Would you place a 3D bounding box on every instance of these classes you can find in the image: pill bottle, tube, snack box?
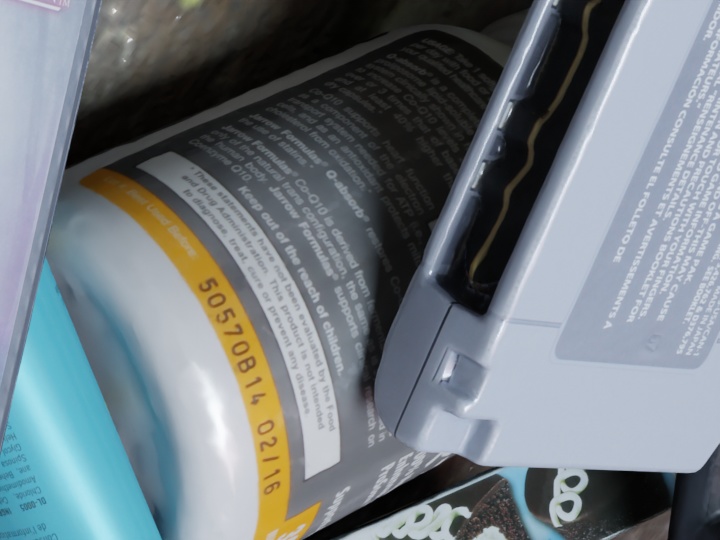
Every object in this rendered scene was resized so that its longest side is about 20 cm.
[{"bbox_3d":[0.000,0.000,0.818,0.200,0.116,0.117,-25,140,-33],"label":"pill bottle"},{"bbox_3d":[-0.078,0.063,0.747,0.050,0.077,0.201,-30,106,-31],"label":"tube"},{"bbox_3d":[-0.008,0.103,0.923,0.200,0.037,0.116,-21,173,-35],"label":"snack box"}]

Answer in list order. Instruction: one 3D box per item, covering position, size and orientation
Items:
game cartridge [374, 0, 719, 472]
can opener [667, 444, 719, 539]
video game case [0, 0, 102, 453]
[{"bbox_3d":[0.089,-0.042,0.759,0.133,0.040,0.201,9,111,-45],"label":"game cartridge"},{"bbox_3d":[0.123,0.022,0.868,0.063,0.079,0.201,-3,121,-13],"label":"can opener"},{"bbox_3d":[-0.120,-0.034,0.649,0.143,0.019,0.201,12,92,-48],"label":"video game case"}]
